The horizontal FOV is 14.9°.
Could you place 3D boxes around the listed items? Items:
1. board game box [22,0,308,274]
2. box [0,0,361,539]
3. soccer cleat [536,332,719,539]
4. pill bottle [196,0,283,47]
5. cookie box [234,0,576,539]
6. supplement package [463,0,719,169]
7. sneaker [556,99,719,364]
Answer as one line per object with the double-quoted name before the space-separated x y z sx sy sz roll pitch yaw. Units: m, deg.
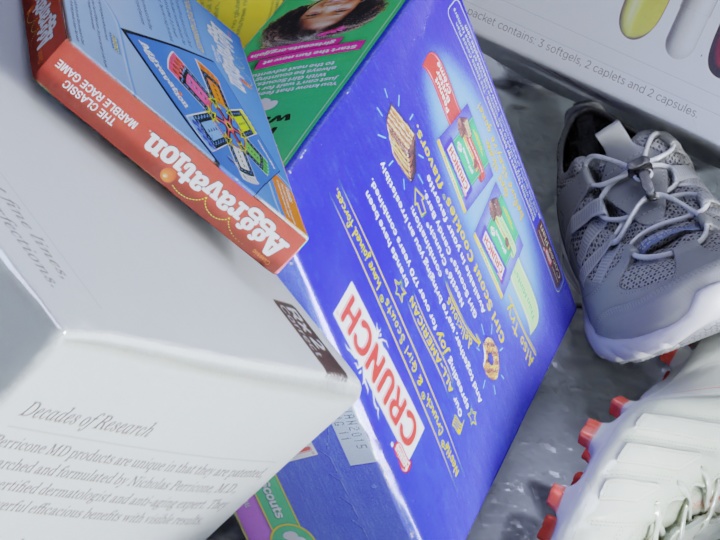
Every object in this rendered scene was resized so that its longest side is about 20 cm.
"board game box" -0.072 -0.073 0.940 0.103 0.019 0.200 38 12 -21
"box" -0.136 -0.001 0.865 0.199 0.131 0.200 51 15 22
"soccer cleat" 0.129 0.081 1.086 0.077 0.070 0.200 29 35 15
"pill bottle" -0.118 -0.135 1.250 0.199 0.115 0.114 -22 49 -40
"cookie box" 0.000 0.000 1.055 0.075 0.172 0.200 -11 25 26
"supplement package" 0.142 -0.120 1.244 0.200 0.111 0.156 28 2 35
"sneaker" 0.113 -0.019 1.149 0.074 0.082 0.200 -20 17 -8
